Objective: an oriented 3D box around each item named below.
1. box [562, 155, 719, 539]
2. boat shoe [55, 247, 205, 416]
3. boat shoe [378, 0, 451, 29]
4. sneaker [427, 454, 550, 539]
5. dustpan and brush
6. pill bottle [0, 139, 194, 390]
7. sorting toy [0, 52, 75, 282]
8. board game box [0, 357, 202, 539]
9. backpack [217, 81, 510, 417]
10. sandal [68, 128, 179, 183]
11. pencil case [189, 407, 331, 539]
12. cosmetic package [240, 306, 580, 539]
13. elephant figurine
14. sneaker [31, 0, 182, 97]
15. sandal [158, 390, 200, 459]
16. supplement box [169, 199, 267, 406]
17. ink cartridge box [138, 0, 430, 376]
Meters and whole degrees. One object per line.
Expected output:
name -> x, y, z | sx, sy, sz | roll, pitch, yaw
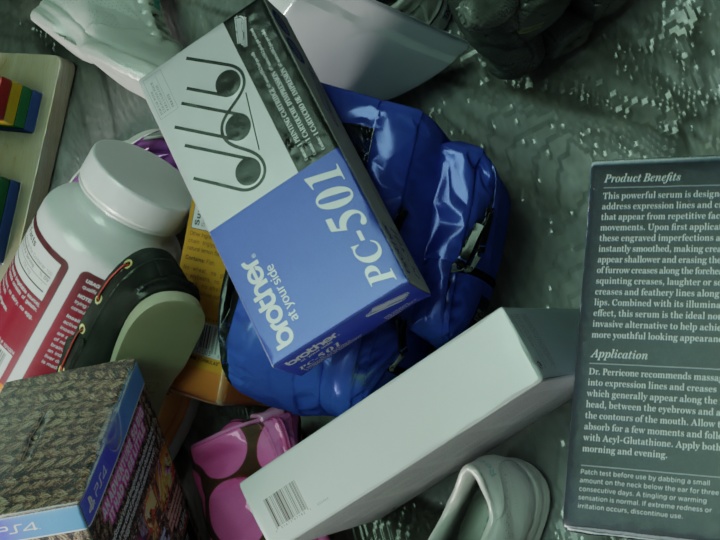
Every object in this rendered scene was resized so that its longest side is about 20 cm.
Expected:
box -> 0.194, 0.051, 0.791 | 0.106, 0.148, 0.202 | 1, 79, 32
boat shoe -> -0.175, 0.073, 0.999 | 0.202, 0.073, 0.063 | -55, 42, 26
boat shoe -> -0.033, -0.177, 1.035 | 0.198, 0.066, 0.073 | -6, 76, 31
sneaker -> 0.057, 0.211, 0.878 | 0.075, 0.088, 0.202 | 8, 84, 32
dustpan and brush -> -0.038, -0.142, 0.994 | 0.200, 0.139, 0.058 | -38, 48, 39
pill bottle -> -0.202, 0.010, 1.055 | 0.113, 0.113, 0.201 | 46, 114, 31
sorting toy -> -0.357, -0.095, 1.220 | 0.197, 0.069, 0.202 | 8, 84, 33
board game box -> -0.174, 0.188, 0.924 | 0.096, 0.160, 0.202 | -11, 115, 10
backpack -> 0.000, 0.000, 0.918 | 0.166, 0.162, 0.202 | 17, 86, 18
sandal -> -0.163, -0.074, 1.103 | 0.201, 0.050, 0.083 | -15, 71, 27
pencil case -> -0.050, 0.189, 0.953 | 0.094, 0.090, 0.201 | -53, 52, 54
cosmetic package -> 0.045, 0.094, 0.872 | 0.199, 0.150, 0.052 | -35, 72, 20
elephant figurine -> 0.075, -0.233, 0.926 | 0.141, 0.155, 0.201 | -31, 73, -7
sneaker -> -0.178, -0.194, 1.125 | 0.199, 0.075, 0.089 | 34, 86, 34
sandal -> -0.189, 0.151, 1.064 | 0.079, 0.059, 0.208 | 26, 94, 34
supplement box -> -0.084, -0.008, 1.017 | 0.068, 0.066, 0.202 | 15, 94, 36
ink cartridge box -> -0.046, -0.050, 0.832 | 0.094, 0.044, 0.201 | -32, 70, 12
